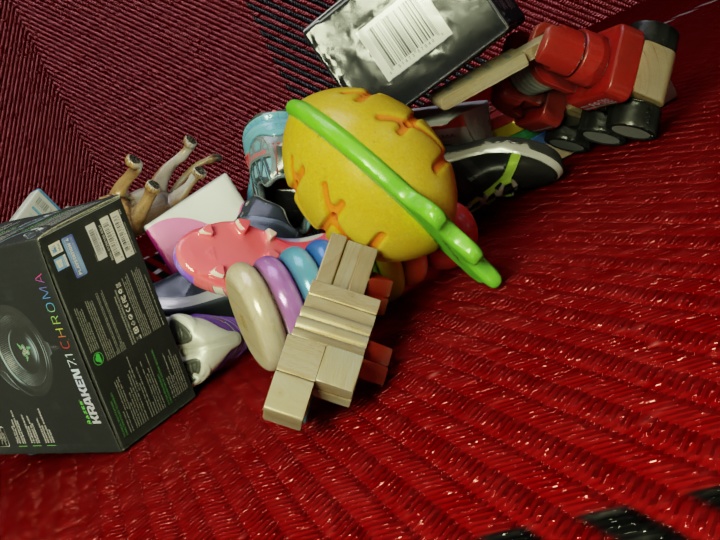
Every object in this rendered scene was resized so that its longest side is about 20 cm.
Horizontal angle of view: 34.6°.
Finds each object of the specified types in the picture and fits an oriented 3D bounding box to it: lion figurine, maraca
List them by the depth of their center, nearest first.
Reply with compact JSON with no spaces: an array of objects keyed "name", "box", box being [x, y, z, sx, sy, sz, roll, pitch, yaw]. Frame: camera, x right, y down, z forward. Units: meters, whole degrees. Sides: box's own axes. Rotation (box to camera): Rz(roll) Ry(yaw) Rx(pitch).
[{"name":"maraca","box":[0.020,-0.055,0.802,0.107,0.200,0.137,-50,-31,2]},{"name":"lion figurine","box":[-0.226,-0.066,1.196,0.123,0.072,0.199,-53,-17,28]}]

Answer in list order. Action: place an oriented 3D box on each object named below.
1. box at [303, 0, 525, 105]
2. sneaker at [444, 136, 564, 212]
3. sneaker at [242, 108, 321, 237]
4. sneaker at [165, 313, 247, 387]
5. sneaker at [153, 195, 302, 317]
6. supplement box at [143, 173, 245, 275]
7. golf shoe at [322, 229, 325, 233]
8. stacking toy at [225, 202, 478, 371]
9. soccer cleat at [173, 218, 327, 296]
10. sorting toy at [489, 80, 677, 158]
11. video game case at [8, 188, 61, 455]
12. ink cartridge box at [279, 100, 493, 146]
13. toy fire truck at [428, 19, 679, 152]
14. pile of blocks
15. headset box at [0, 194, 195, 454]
[{"name":"box","box":[0.054,-0.217,1.020,0.147,0.105,0.200,-35,5,17]},{"name":"sneaker","box":[0.088,-0.066,1.056,0.197,0.084,0.072,-5,-20,12]},{"name":"sneaker","box":[-0.078,-0.063,1.150,0.078,0.097,0.201,-12,-34,0]},{"name":"sneaker","box":[-0.174,0.079,1.003,0.198,0.082,0.083,-10,1,39]},{"name":"sneaker","box":[-0.140,0.007,1.081,0.200,0.077,0.147,-8,41,28]},{"name":"supplement box","box":[-0.153,-0.021,1.216,0.103,0.102,0.200,-32,-1,-8]},{"name":"golf shoe","box":[0.027,-0.080,1.192,0.198,0.089,0.077,-18,6,38]},{"name":"stacking toy","box":[0.000,0.000,0.885,0.198,0.087,0.085,-24,8,-16]},{"name":"soccer cleat","box":[-0.071,0.000,0.960,0.198,0.067,0.076,-3,-27,-38]},{"name":"sorting toy","box":[0.203,-0.168,1.242,0.198,0.070,0.199,-28,9,-8]},{"name":"video game case","box":[-0.296,0.044,1.050,0.018,0.143,0.201,-17,35,40]},{"name":"ink cartridge box","box":[0.032,-0.121,1.091,0.160,0.051,0.200,-5,15,18]},{"name":"toy fire truck","box":[0.156,-0.171,1.037,0.197,0.131,0.176,17,-5,-19]},{"name":"pile of blocks","box":[-0.012,0.052,0.718,0.061,0.083,0.201,17,26,2]},{"name":"headset box","box":[-0.255,0.049,0.926,0.198,0.177,0.093,-7,18,38]}]
